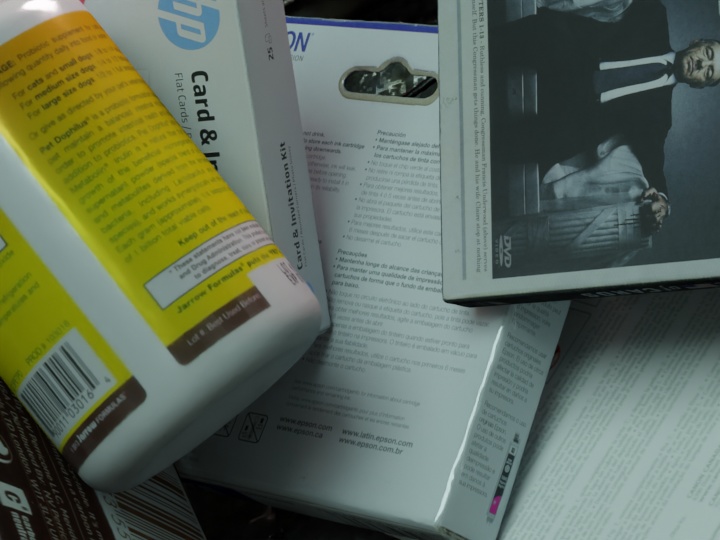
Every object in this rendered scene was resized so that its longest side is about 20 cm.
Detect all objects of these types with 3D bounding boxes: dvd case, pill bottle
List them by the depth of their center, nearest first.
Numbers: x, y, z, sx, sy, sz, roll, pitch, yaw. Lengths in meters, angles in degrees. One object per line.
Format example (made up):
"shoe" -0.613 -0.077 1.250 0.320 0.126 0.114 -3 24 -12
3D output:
"dvd case" 0.112 -0.068 1.046 0.200 0.025 0.151 -6 82 40
"pill bottle" -0.113 -0.025 1.084 0.109 0.109 0.200 -38 84 0

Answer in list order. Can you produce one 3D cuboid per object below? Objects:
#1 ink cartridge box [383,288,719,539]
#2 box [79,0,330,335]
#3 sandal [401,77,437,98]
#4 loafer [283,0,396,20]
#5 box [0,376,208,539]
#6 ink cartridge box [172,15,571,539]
"ink cartridge box" 0.101 0.063 1.139 0.200 0.047 0.160 16 68 52
"box" -0.117 -0.043 1.168 0.200 0.041 0.156 -3 102 26
"sandal" 0.034 -0.042 1.224 0.075 0.045 0.200 7 62 38
"loafer" -0.053 -0.089 1.297 0.200 0.073 0.071 -28 73 19
"box" -0.167 0.147 1.108 0.200 0.164 0.166 -41 51 14
"ink cartridge box" 0.000 0.000 1.181 0.196 0.043 0.200 9 74 43
